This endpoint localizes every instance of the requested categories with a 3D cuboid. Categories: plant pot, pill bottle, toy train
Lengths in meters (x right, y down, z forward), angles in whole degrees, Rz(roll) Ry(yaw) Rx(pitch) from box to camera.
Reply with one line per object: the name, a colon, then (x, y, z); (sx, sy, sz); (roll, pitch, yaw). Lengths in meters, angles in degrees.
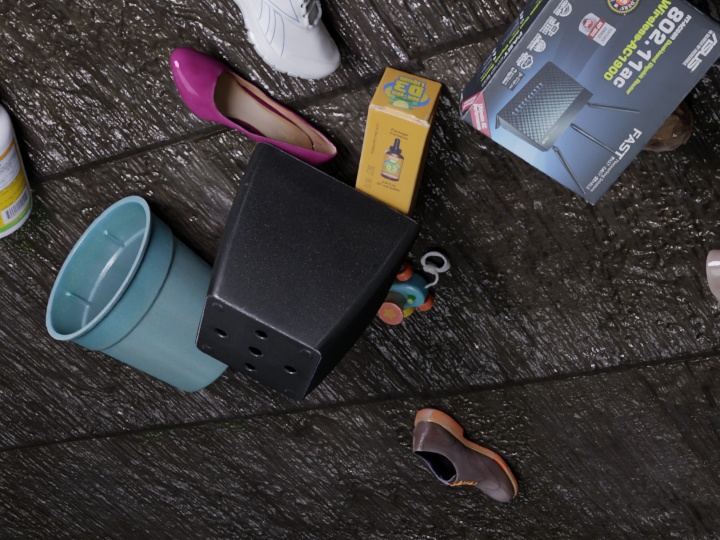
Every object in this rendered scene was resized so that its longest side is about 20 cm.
plant pot: (-0.075, 0.018, 1.406); (0.198, 0.178, 0.200); (27, 148, 1)
pill bottle: (-0.467, -0.139, 1.557); (0.110, 0.112, 0.201); (14, 143, 10)
plant pot: (-0.257, 0.045, 1.627); (0.199, 0.202, 0.196); (-20, 135, 42)
toy train: (0.000, 0.000, 1.543); (0.198, 0.056, 0.151); (20, 144, 3)

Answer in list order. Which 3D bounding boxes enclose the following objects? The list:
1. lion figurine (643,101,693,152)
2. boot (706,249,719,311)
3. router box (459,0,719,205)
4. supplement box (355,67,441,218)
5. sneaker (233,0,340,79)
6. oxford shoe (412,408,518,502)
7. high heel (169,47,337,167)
lion figurine: (0.242, -0.191, 1.173); (0.121, 0.073, 0.201); (2, 135, 14)
boot: (0.427, -0.004, 1.313); (0.145, 0.071, 0.201); (7, 140, 23)
router box: (0.200, -0.176, 1.118); (0.149, 0.062, 0.201); (30, 119, -13)
supplement box: (0.036, -0.118, 1.370); (0.066, 0.069, 0.201); (19, 145, 5)
sneaker: (-0.077, -0.265, 1.240); (0.087, 0.075, 0.200); (-17, 130, 34)
oxford shoe: (0.141, 0.277, 1.802); (0.200, 0.073, 0.071); (39, 140, -22)
high heel: (-0.110, -0.176, 1.368); (0.096, 0.068, 0.200); (-1, 154, 42)
